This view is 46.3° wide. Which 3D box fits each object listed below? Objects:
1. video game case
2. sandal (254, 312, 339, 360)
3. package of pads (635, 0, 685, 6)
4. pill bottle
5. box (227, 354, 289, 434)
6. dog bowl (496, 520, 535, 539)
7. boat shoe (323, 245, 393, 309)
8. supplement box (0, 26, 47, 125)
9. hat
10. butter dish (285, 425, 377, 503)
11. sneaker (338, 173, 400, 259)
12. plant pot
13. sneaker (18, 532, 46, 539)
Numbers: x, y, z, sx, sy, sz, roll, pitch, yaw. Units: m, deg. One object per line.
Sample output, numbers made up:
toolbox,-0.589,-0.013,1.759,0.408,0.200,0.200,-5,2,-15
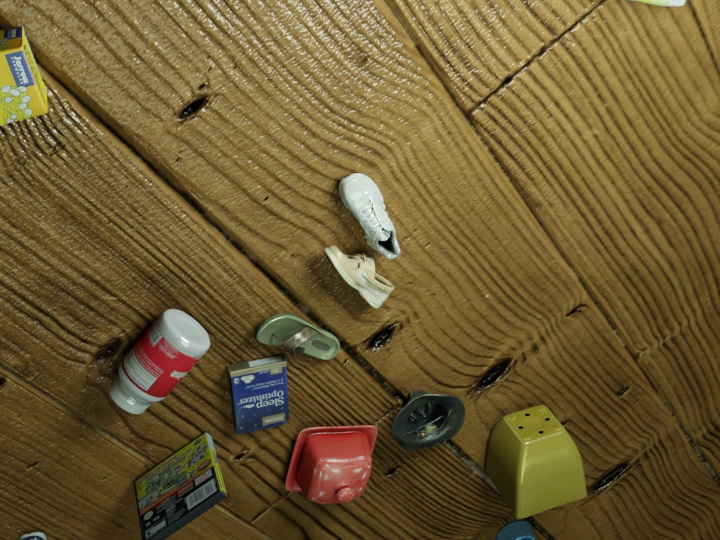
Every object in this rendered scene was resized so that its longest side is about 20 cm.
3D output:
video game case,-0.383,0.459,1.772,0.200,0.181,0.026,-35,129,3
sandal,-0.123,0.144,1.744,0.201,0.057,0.080,19,113,-30
package of pads,0.519,-0.564,1.523,0.200,0.068,0.155,-1,121,-20
pill bottle,-0.393,0.180,1.629,0.112,0.112,0.200,34,106,-34
box,-0.216,0.277,1.813,0.121,0.032,0.200,-10,126,-15
dog bowl,0.430,0.801,2.394,0.111,0.050,0.200,5,120,-24
boat shoe,0.000,0.000,1.694,0.069,0.074,0.200,-41,136,5
supplement box,-0.586,-0.276,1.258,0.200,0.110,0.109,-17,126,-10
hat,0.148,0.328,1.958,0.200,0.081,0.201,-11,133,-12
butter dish,-0.052,0.467,1.927,0.200,0.148,0.200,3,120,-22
sneaker,0.025,-0.103,1.627,0.075,0.081,0.200,-31,126,3
plant pot,0.429,0.453,2.086,0.195,0.194,0.200,-15,120,-12
sneaker,-0.702,0.666,1.849,0.076,0.081,0.200,-19,128,-10
